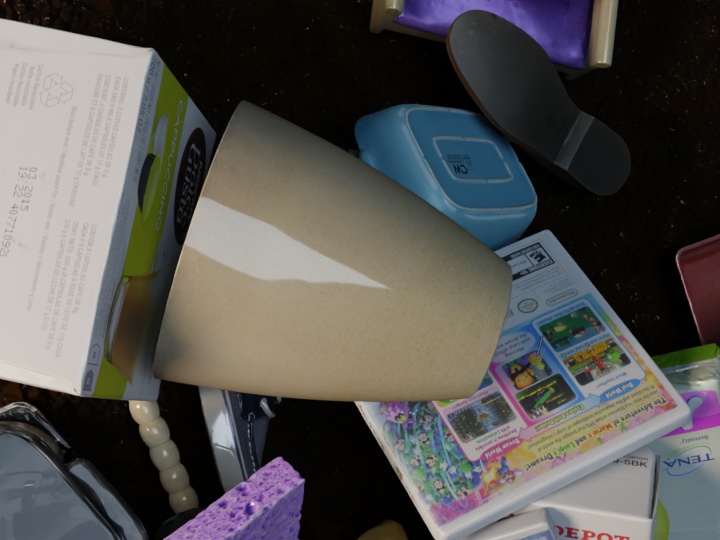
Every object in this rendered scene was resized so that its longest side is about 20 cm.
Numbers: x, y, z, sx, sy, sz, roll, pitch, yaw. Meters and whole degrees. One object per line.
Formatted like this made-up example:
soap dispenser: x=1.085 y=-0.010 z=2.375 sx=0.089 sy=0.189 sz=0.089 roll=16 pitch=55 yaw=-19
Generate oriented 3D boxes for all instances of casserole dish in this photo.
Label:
casserole dish: x=0.074 y=-0.075 z=0.853 sx=0.200 sy=0.039 sz=0.121 roll=-7 pitch=66 yaw=-54

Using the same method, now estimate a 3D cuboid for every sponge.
sponge: x=-0.112 y=0.203 z=0.667 sx=0.030 sy=0.112 sz=0.200 roll=35 pitch=47 yaw=28

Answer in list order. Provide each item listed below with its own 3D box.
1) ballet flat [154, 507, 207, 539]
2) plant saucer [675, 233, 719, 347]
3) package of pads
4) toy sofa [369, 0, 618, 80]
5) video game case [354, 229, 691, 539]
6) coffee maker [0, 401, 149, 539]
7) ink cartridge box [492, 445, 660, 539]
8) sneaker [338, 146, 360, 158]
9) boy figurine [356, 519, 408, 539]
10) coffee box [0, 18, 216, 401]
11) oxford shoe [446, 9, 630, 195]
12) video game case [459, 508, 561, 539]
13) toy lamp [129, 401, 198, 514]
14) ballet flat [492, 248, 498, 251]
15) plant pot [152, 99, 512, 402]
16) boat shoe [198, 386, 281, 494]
ballet flat: x=-0.093 y=0.255 z=0.782 sx=0.073 sy=0.073 sz=0.201 roll=-24 pitch=104 yaw=-17
plant saucer: x=0.382 y=0.049 z=1.001 sx=0.199 sy=0.037 sz=0.200 roll=-19 pitch=92 yaw=-17
package of pads: x=0.193 y=0.154 z=0.857 sx=0.199 sy=0.068 sz=0.155 roll=-14 pitch=109 yaw=18
toy sofa: x=0.114 y=-0.222 z=0.905 sx=0.199 sy=0.098 sz=0.083 roll=10 pitch=83 yaw=-17
video game case: x=0.098 y=0.074 z=0.791 sx=0.199 sy=0.024 sz=0.182 roll=-23 pitch=57 yaw=-16
coffee maker: x=-0.198 y=0.175 z=0.728 sx=0.192 sy=0.200 sz=0.135 roll=27 pitch=80 yaw=-14
ink cartridge box: x=0.135 y=0.224 z=0.817 sx=0.146 sy=0.083 sz=0.201 roll=6 pitch=117 yaw=15
sneaker: x=0.000 y=0.000 z=0.868 sx=0.108 sy=0.070 sz=0.201 roll=12 pitch=76 yaw=-21
boy figurine: x=-0.015 y=0.285 z=0.850 sx=0.124 sy=0.064 sz=0.200 roll=37 pitch=80 yaw=-9
coffee box: x=-0.221 y=-0.035 z=0.711 sx=0.199 sy=0.198 sz=0.201 roll=11 pitch=83 yaw=5
oxford shoe: x=0.130 y=-0.130 z=0.905 sx=0.200 sy=0.071 sz=0.071 roll=42 pitch=80 yaw=-26
video game case: x=0.068 y=0.270 z=0.780 sx=0.199 sy=0.022 sz=0.183 roll=-21 pitch=108 yaw=14
toy lamp: x=-0.140 y=0.148 z=0.825 sx=0.058 sy=0.058 sz=0.201 roll=-22 pitch=90 yaw=-17
ballet flat: x=0.083 y=0.023 z=0.894 sx=0.068 sy=0.068 sz=0.201 roll=13 pitch=82 yaw=-15
plant pot: x=-0.010 y=0.010 z=0.729 sx=0.199 sy=0.187 sz=0.188 roll=18 pitch=81 yaw=-3
boat shoe: x=-0.075 y=0.082 z=0.836 sx=0.092 sy=0.075 sz=0.201 roll=-12 pitch=89 yaw=-10
